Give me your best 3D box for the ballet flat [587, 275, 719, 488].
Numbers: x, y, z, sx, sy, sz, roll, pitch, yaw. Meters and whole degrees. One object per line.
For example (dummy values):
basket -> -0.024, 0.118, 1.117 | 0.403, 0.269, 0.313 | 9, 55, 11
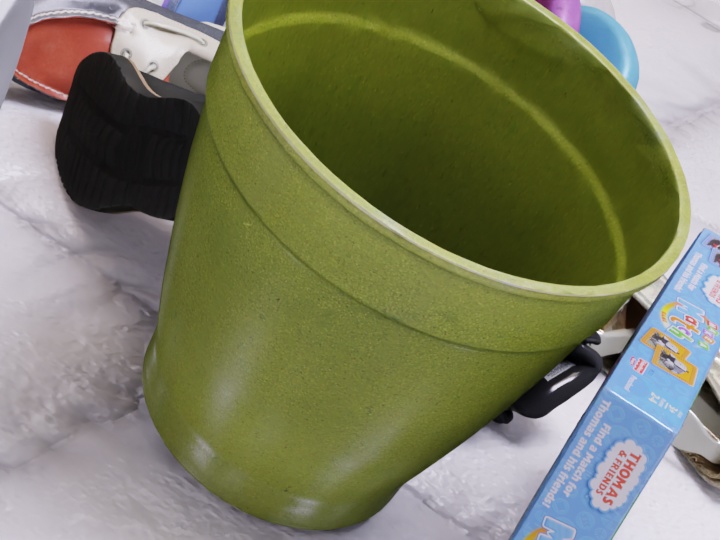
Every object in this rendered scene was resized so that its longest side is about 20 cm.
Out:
ballet flat -> 0.155, 0.042, 0.962 | 0.062, 0.068, 0.200 | -14, 46, -39

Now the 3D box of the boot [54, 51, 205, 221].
boot -> -0.065, -0.052, 0.895 | 0.137, 0.078, 0.200 | 10, 13, -32

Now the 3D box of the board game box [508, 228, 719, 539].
board game box -> 0.105, 0.079, 0.749 | 0.036, 0.152, 0.200 | 30, 27, 9

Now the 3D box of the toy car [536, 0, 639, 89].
toy car -> 0.076, -0.126, 1.037 | 0.198, 0.150, 0.177 | 21, 71, -12

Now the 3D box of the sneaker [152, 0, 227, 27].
sneaker -> -0.037, -0.145, 1.106 | 0.146, 0.081, 0.200 | 31, 21, 19

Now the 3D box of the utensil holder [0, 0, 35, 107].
utensil holder -> -0.253, -0.089, 0.716 | 0.198, 0.171, 0.170 | 24, 26, -6

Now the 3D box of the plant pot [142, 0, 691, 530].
plant pot -> 0.000, 0.000, 0.729 | 0.199, 0.194, 0.201 | 20, 38, -17

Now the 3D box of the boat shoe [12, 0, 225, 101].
boat shoe -> -0.117, -0.111, 0.992 | 0.199, 0.072, 0.063 | 9, 33, -39

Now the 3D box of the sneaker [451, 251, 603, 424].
sneaker -> 0.061, 0.018, 0.918 | 0.114, 0.076, 0.199 | 48, 4, -11
